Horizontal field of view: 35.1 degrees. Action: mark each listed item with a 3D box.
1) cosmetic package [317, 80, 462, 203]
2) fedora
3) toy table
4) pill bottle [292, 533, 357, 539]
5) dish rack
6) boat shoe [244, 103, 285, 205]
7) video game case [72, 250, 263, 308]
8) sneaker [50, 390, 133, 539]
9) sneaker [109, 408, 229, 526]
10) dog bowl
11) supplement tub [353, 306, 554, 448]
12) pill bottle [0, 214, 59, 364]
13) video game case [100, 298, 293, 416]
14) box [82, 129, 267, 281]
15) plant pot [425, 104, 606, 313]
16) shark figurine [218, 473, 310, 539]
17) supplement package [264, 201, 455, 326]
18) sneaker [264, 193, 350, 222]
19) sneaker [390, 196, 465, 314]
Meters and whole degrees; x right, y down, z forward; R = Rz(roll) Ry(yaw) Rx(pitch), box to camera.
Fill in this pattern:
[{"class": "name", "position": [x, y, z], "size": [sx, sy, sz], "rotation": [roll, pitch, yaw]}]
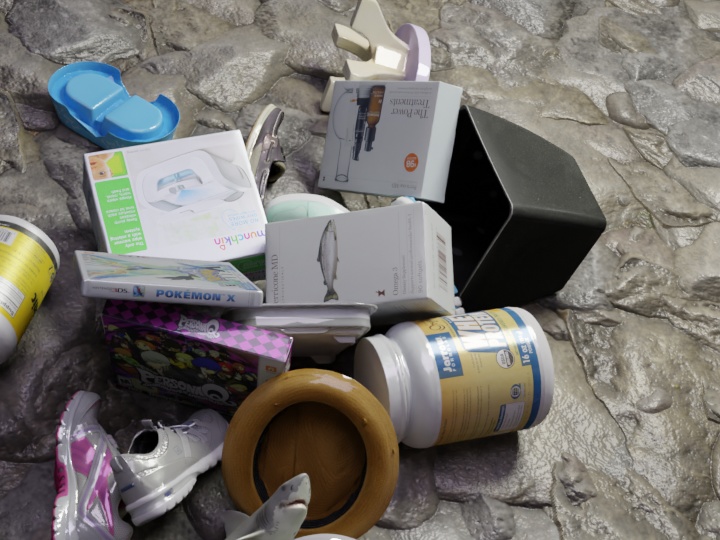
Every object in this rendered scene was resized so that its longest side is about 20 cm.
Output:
[{"class": "cosmetic package", "position": [0.036, -0.173, 1.509], "size": [0.052, 0.151, 0.200], "rotation": [6, 3, -44]}, {"class": "fedora", "position": [-0.050, 0.195, 1.214], "size": [0.200, 0.201, 0.082], "rotation": [16, 11, 3]}, {"class": "toy table", "position": [0.023, -0.306, 1.683], "size": [0.117, 0.184, 0.200], "rotation": [14, 18, -18]}, {"class": "pill bottle", "position": [-0.032, 0.363, 1.079], "size": [0.113, 0.113, 0.200], "rotation": [2, 48, -10]}, {"class": "dish rack", "position": [-0.078, 0.075, 1.301], "size": [0.171, 0.200, 0.044], "rotation": [1, 76, -12]}, {"class": "boat shoe", "position": [-0.134, -0.145, 1.562], "size": [0.065, 0.072, 0.200], "rotation": [19, 50, -1]}, {"class": "video game case", "position": [-0.213, 0.008, 1.227], "size": [0.182, 0.022, 0.200], "rotation": [4, 8, -17]}, {"class": "sneaker", "position": [-0.276, 0.218, 1.193], "size": [0.088, 0.081, 0.200], "rotation": [3, 54, -15]}, {"class": "sneaker", "position": [-0.195, 0.182, 1.189], "size": [0.082, 0.075, 0.200], "rotation": [60, 18, -8]}, {"class": "dog bowl", "position": [-0.346, -0.220, 1.598], "size": [0.200, 0.050, 0.111], "rotation": [31, 49, 15]}, {"class": "supplement tub", "position": [0.105, 0.124, 1.307], "size": [0.200, 0.145, 0.145], "rotation": [-7, 50, -19]}, {"class": "pill bottle", "position": [-0.430, 0.040, 1.295], "size": [0.111, 0.111, 0.200], "rotation": [15, 47, 2]}, {"class": "video game case", "position": [-0.176, 0.101, 1.244], "size": [0.200, 0.181, 0.036], "rotation": [15, 59, 1]}, {"class": "box", "position": [-0.227, -0.062, 1.409], "size": [0.200, 0.097, 0.177], "rotation": [-11, 68, -18]}, {"class": "plant pot", "position": [0.196, -0.070, 1.487], "size": [0.177, 0.200, 0.200], "rotation": [4, 46, -26]}, {"class": "shark figurine", "position": [-0.146, 0.278, 1.155], "size": [0.214, 0.128, 0.090], "rotation": [-24, 42, -14]}, {"class": "supplement package", "position": [0.000, 0.000, 1.345], "size": [0.200, 0.117, 0.117], "rotation": [-7, 76, 19]}, {"class": "sneaker", "position": [-0.043, -0.025, 1.459], "size": [0.200, 0.074, 0.118], "rotation": [21, 41, 5]}, {"class": "sneaker", "position": [0.064, 0.004, 1.415], "size": [0.087, 0.075, 0.200], "rotation": [-12, 77, -25]}]
